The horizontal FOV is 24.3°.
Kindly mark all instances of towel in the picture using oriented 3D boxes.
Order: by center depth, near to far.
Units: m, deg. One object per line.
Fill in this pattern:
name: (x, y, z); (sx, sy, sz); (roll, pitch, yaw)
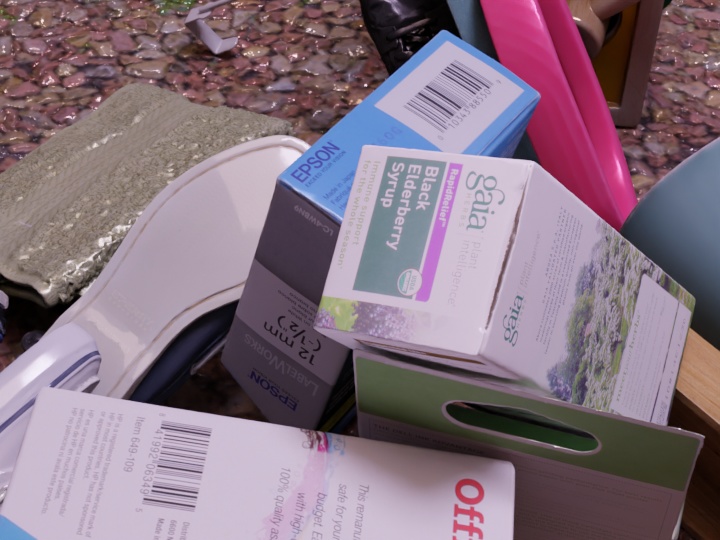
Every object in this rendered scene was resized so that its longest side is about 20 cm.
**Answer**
towel: (-0.145, -0.046, 0.959); (0.148, 0.037, 0.200); (16, 41, 38)

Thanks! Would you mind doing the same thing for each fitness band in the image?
fitness band: (0.115, -0.096, 0.952); (0.037, 0.200, 0.144); (-21, 27, 14)

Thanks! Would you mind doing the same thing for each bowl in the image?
bowl: (0.246, -0.002, 0.874); (0.200, 0.201, 0.105); (-13, 63, -17)

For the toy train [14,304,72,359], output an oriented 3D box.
toy train: (-0.106, 0.011, 0.929); (0.046, 0.034, 0.200); (32, 49, 25)

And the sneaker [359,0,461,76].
sneaker: (0.052, -0.091, 0.963); (0.060, 0.200, 0.104); (-21, 16, 8)

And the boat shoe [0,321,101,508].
boat shoe: (-0.177, 0.116, 0.766); (0.067, 0.074, 0.200); (40, 78, 4)

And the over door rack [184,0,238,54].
over door rack: (-0.041, -0.240, 1.071); (0.067, 0.200, 0.148); (35, 59, -22)

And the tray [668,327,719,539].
tray: (0.136, 0.055, 0.846); (0.037, 0.099, 0.200); (-31, 52, -21)

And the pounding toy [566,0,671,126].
pounding toy: (0.131, -0.183, 1.046); (0.199, 0.184, 0.142); (4, 42, 0)

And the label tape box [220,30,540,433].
label tape box: (0.000, 0.000, 0.819); (0.066, 0.200, 0.143); (36, 49, 10)

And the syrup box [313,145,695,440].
syrup box: (0.069, 0.017, 0.716); (0.081, 0.200, 0.079); (8, 78, 33)

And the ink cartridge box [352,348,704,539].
ink cartridge box: (0.071, 0.086, 0.735); (0.145, 0.200, 0.048); (13, 56, 10)

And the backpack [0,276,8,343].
backpack: (-0.256, 0.023, 0.779); (0.200, 0.191, 0.154); (-28, 73, -14)

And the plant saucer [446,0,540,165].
plant saucer: (0.083, -0.097, 0.943); (0.019, 0.201, 0.070); (-19, 14, 14)

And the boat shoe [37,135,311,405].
boat shoe: (-0.090, 0.016, 0.846); (0.075, 0.062, 0.200); (38, 84, 15)

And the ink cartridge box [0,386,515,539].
ink cartridge box: (-0.048, 0.160, 0.675); (0.199, 0.146, 0.147); (9, 42, -1)
